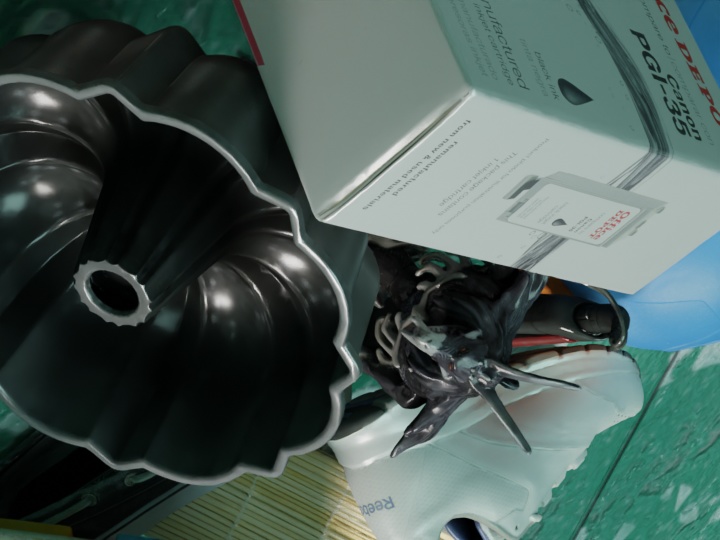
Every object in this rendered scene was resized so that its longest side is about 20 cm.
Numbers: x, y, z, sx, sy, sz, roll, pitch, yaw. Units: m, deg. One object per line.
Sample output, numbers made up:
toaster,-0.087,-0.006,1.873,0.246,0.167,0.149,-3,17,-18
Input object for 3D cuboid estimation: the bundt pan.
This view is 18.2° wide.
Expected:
bundt pan,-0.080,-0.015,0.872,0.203,0.201,0.076,97,17,-45

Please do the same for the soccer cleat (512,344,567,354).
soccer cleat,0.077,0.082,1.176,0.077,0.201,0.070,14,131,-6

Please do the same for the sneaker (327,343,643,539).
sneaker,0.064,0.087,1.079,0.199,0.088,0.074,-14,177,-40

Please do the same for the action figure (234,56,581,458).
action figure,0.000,0.000,0.961,0.102,0.200,0.119,7,121,-54

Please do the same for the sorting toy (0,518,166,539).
sorting toy,-0.126,0.167,1.058,0.199,0.037,0.186,3,145,-2

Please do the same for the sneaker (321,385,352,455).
sneaker,-0.009,0.113,1.160,0.075,0.115,0.201,-27,141,-29

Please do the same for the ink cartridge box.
ink cartridge box,0.050,-0.083,0.863,0.083,0.147,0.199,-38,150,29

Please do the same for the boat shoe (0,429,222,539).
boat shoe,-0.097,0.066,1.046,0.199,0.074,0.068,-34,144,8

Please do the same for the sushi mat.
sushi mat,-0.021,0.132,1.110,0.096,0.199,0.012,-66,175,33

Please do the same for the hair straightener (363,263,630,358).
hair straightener,0.042,0.020,1.030,0.077,0.199,0.041,30,72,-37

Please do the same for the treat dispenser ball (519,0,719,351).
treat dispenser ball,0.144,-0.063,1.064,0.200,0.201,0.201,-31,146,-24
